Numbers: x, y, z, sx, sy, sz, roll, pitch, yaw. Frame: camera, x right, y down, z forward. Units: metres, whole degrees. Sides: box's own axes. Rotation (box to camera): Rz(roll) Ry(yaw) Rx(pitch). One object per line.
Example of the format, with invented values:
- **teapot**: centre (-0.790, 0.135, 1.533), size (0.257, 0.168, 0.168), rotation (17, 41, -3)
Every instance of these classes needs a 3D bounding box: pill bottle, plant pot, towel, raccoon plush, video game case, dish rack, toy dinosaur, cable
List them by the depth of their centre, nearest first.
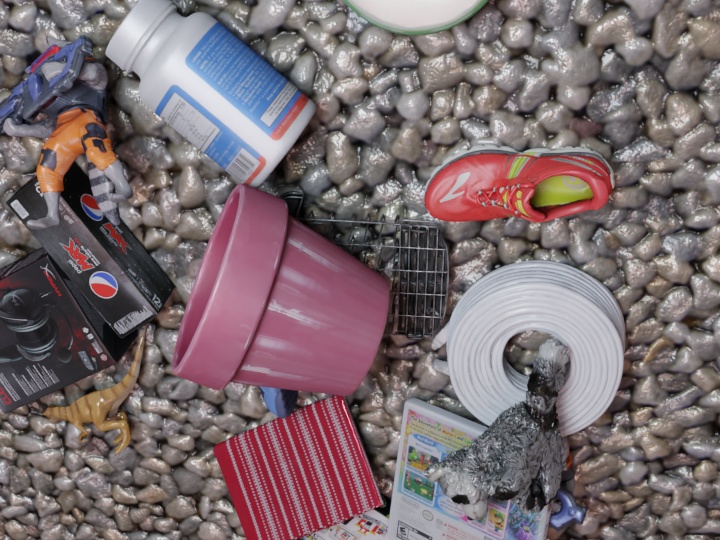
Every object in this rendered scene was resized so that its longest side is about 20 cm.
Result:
- **pill bottle**: centre (-0.151, -0.185, 1.028), size (0.199, 0.113, 0.112), rotation (39, 117, -10)
- **plant pot**: centre (-0.075, 0.037, 1.032), size (0.176, 0.201, 0.202), rotation (20, 119, -14)
- **raccoon plush**: centre (0.152, 0.170, 1.103), size (0.133, 0.203, 0.096), rotation (8, 163, 45)
- **cable**: centre (0.190, 0.088, 1.122), size (0.198, 0.069, 0.202), rotation (30, 117, -2)
- **dish rack**: centre (0.000, 0.000, 1.128), size (0.196, 0.055, 0.156), rotation (4, 119, 6)
- **video game case**: centre (0.125, 0.265, 1.184), size (0.197, 0.024, 0.186), rotation (18, 110, 33)
- **towel**: centre (-0.079, 0.250, 1.257), size (0.197, 0.022, 0.147), rotation (-24, 84, 20)
- **toy dinosaur**: centre (-0.315, 0.167, 1.264), size (0.198, 0.061, 0.107), rotation (-28, 107, 22)

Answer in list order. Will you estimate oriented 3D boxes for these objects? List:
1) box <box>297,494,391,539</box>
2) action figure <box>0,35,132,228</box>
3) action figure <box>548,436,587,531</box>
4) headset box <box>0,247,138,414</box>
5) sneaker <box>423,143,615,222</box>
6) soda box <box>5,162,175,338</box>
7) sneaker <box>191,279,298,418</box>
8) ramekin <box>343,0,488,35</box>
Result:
- **box**: centre (0.014, 0.340, 1.305), size (0.198, 0.035, 0.111), rotation (34, 117, -7)
- **action figure**: centre (-0.307, -0.141, 1.054), size (0.198, 0.104, 0.197), rotation (-19, 73, 36)
- **action figure**: centre (0.175, 0.249, 1.218), size (0.199, 0.104, 0.195), rotation (41, 113, 22)
- **headset box**: centre (-0.390, 0.068, 1.217), size (0.197, 0.077, 0.150), rotation (-23, 108, 18)
- **sneaker**: centre (0.157, -0.083, 1.037), size (0.196, 0.085, 0.078), rotation (-8, 115, 14)
- **soda box**: centre (-0.300, -0.027, 1.157), size (0.063, 0.071, 0.201), rotation (-29, 108, 21)
- **sneaker**: centre (-0.129, 0.079, 1.181), size (0.081, 0.074, 0.203), rotation (-16, 104, 17)
- **ramekin**: centre (0.053, -0.314, 0.932), size (0.196, 0.098, 0.204), rotation (4, 118, 8)
